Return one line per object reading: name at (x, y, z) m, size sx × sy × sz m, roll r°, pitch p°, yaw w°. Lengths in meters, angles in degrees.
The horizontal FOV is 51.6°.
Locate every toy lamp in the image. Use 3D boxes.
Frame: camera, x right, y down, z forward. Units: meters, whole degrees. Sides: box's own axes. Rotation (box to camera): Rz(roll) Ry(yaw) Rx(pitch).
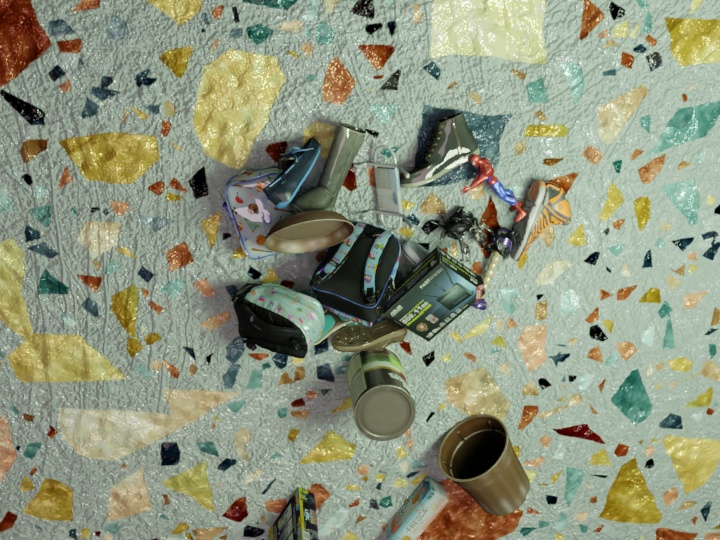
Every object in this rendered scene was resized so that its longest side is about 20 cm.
toy lamp at (0.313, -0.006, 1.788) m, size 0.057 × 0.058 × 0.202 m, roll 16°, pitch 110°, yaw -12°

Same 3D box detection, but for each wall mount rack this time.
wall mount rack at (0.064, -0.168, 1.644) m, size 0.074 × 0.172 × 0.203 m, roll -28°, pitch 120°, yaw -42°

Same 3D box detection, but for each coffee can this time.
coffee can at (0.046, 0.291, 1.794) m, size 0.144 × 0.200 × 0.149 m, roll -2°, pitch 112°, yaw -6°

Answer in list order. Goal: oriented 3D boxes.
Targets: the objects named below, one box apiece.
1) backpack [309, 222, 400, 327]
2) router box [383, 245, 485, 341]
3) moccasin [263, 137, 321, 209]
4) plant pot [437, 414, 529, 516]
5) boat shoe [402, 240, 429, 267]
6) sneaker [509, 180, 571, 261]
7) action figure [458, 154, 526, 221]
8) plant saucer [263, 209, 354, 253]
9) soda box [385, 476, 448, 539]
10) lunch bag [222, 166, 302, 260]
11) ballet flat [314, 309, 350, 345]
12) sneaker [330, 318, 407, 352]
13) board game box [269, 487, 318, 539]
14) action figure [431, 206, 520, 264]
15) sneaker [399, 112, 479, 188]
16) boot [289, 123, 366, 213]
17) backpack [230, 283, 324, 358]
backpack at (0.000, 0.000, 1.700) m, size 0.180 × 0.202 × 0.135 m, roll 18°, pitch 155°, yaw 17°
router box at (0.167, 0.058, 1.723) m, size 0.149 × 0.063 × 0.200 m, roll 31°, pitch 120°, yaw -26°
moccasin at (-0.143, -0.223, 1.586) m, size 0.068 × 0.201 × 0.080 m, roll 36°, pitch 138°, yaw -14°
plant pot at (0.331, 0.516, 1.928) m, size 0.199 × 0.201 × 0.199 m, roll -32°, pitch 119°, yaw 7°
boat shoe at (0.155, 0.015, 1.776) m, size 0.086 × 0.075 × 0.201 m, roll -40°, pitch 118°, yaw 23°
sneaker at (0.430, -0.105, 1.750) m, size 0.110 × 0.078 × 0.202 m, roll 13°, pitch 114°, yaw -16°
action figure at (0.288, -0.180, 1.696) m, size 0.098 × 0.066 × 0.200 m, roll -32°, pitch 125°, yaw 16°
plant saucer at (-0.111, -0.085, 1.593) m, size 0.197 × 0.200 × 0.035 m, roll -11°, pitch 76°, yaw -2°
soda box at (0.152, 0.662, 2.024) m, size 0.068 × 0.064 × 0.201 m, roll 32°, pitch 104°, yaw -17°
lunch bag at (-0.219, -0.132, 1.670) m, size 0.158 × 0.076 × 0.203 m, roll -15°, pitch 113°, yaw 2°
ballet flat at (-0.056, 0.109, 1.788) m, size 0.198 × 0.070 × 0.070 m, roll -33°, pitch 111°, yaw 6°
sneaker at (0.024, 0.173, 1.799) m, size 0.197 × 0.071 × 0.076 m, roll -12°, pitch 134°, yaw -17°
board game box at (-0.174, 0.694, 1.927) m, size 0.056 × 0.201 × 0.167 m, roll 26°, pitch 107°, yaw -17°
action figure at (0.259, -0.075, 1.712) m, size 0.119 × 0.198 × 0.103 m, roll -49°, pitch 141°, yaw -29°
sneaker at (0.160, -0.268, 1.666) m, size 0.198 × 0.075 × 0.107 m, roll -29°, pitch 108°, yaw -5°
boot at (-0.067, -0.216, 1.611) m, size 0.072 × 0.182 × 0.202 m, roll 34°, pitch 113°, yaw 9°
backpack at (-0.183, 0.113, 1.708) m, size 0.197 × 0.127 × 0.168 m, roll 16°, pitch 139°, yaw 23°
